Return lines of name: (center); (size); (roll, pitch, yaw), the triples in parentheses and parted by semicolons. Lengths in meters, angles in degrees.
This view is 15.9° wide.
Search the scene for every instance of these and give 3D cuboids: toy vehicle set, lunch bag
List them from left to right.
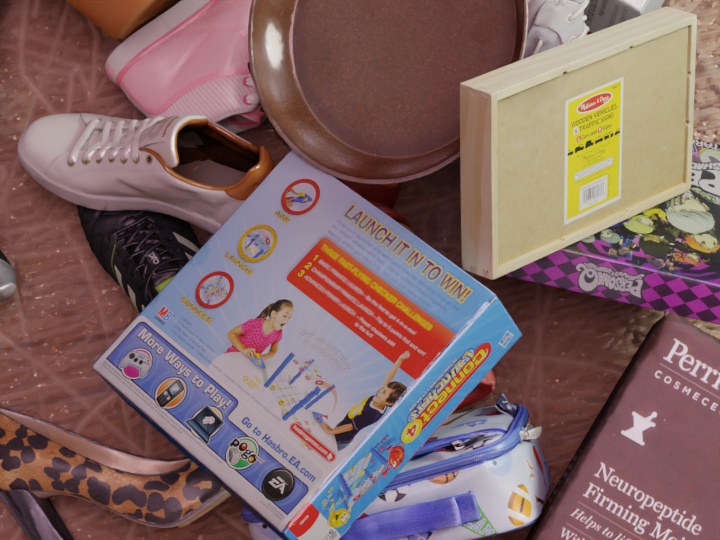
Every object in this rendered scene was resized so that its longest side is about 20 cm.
lunch bag: (0.028, 0.144, 1.664); (0.200, 0.160, 0.076); (-17, 94, 12)
toy vehicle set: (0.140, -0.083, 1.632); (0.026, 0.124, 0.200); (22, 33, 40)

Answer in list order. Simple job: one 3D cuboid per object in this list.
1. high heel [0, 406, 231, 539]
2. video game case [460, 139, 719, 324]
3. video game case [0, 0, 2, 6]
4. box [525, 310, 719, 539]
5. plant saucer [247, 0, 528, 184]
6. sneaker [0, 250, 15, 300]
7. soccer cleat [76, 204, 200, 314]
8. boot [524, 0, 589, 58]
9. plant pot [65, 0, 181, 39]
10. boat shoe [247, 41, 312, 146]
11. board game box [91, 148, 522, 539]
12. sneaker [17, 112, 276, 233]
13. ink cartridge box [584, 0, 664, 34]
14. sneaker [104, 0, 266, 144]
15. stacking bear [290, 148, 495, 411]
high heel: (-0.155, 0.112, 1.727); (0.200, 0.071, 0.143); (-32, 86, 2)
video game case: (0.177, -0.041, 1.727); (0.200, 0.036, 0.181); (13, 34, 3)
video game case: (-0.357, -0.154, 1.771); (0.200, 0.022, 0.182); (6, 50, 1)
box: (0.214, 0.154, 1.662); (0.166, 0.164, 0.200); (30, 89, 6)
plant saucer: (0.022, -0.154, 1.648); (0.200, 0.034, 0.201); (-1, 87, 27)
sneaker: (-0.300, -0.062, 1.765); (0.077, 0.078, 0.200); (-41, 80, -13)
soccer cleat: (-0.130, 0.006, 1.746); (0.067, 0.081, 0.200); (-31, 78, -7)
boot: (0.130, -0.161, 1.674); (0.095, 0.200, 0.074); (33, 38, -5)
plant pot: (-0.157, -0.252, 1.751); (0.200, 0.200, 0.140); (-37, 91, -8)
boat shoe: (0.014, -0.135, 1.767); (0.200, 0.072, 0.068); (-19, 92, -29)
board game box: (-0.036, 0.051, 1.624); (0.196, 0.056, 0.200); (-47, 54, -8)
sneaker: (-0.141, -0.083, 1.726); (0.200, 0.085, 0.073); (14, 55, 17)
ink cartridge box: (0.119, -0.236, 1.767); (0.200, 0.144, 0.084); (32, 79, 7)
sneaker: (-0.070, -0.161, 1.785); (0.200, 0.075, 0.105); (-38, 76, 0)
stacking bear: (0.000, 0.000, 1.738); (0.114, 0.121, 0.200); (-30, 62, 38)
